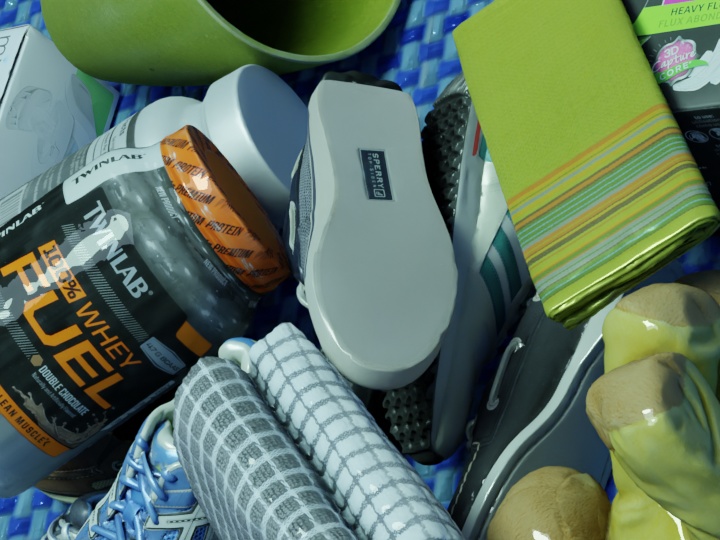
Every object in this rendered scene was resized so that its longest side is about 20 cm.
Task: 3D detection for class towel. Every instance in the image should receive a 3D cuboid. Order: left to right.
[{"bbox_3d":[-0.010,0.148,0.989,0.085,0.200,0.166,-27,43,-15],"label":"towel"},{"bbox_3d":[0.099,-0.066,0.986,0.086,0.018,0.200,-32,43,17],"label":"towel"}]

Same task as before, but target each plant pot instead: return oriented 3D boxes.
[{"bbox_3d":[-0.104,-0.187,1.325,0.200,0.187,0.187,-20,50,49],"label":"plant pot"}]

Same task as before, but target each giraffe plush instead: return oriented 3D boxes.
[{"bbox_3d":[0.129,0.120,0.949,0.162,0.172,0.200,-33,80,34],"label":"giraffe plush"}]

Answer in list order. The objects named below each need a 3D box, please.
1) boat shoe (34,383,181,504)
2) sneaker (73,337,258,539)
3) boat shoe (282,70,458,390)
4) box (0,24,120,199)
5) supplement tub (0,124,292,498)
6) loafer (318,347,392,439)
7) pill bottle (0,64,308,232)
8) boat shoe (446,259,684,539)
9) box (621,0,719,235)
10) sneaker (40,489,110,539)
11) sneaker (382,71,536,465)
[{"bbox_3d":[-0.123,0.079,1.223,0.202,0.075,0.075,-18,53,32],"label":"boat shoe"},{"bbox_3d":[-0.100,0.113,1.066,0.076,0.077,0.200,31,77,36],"label":"sneaker"},{"bbox_3d":[0.000,0.000,1.069,0.093,0.075,0.200,107,167,-45],"label":"boat shoe"},{"bbox_3d":[-0.272,-0.045,1.416,0.176,0.097,0.200,-5,60,38],"label":"box"},{"bbox_3d":[-0.143,0.019,1.141,0.200,0.123,0.123,-36,45,7],"label":"supplement tub"},{"bbox_3d":[-0.012,0.067,1.139,0.070,0.068,0.201,19,80,36],"label":"loafer"},{"bbox_3d":[-0.120,-0.029,1.261,0.200,0.116,0.116,-29,48,23],"label":"pill bottle"},{"bbox_3d":[0.086,0.071,1.050,0.060,0.074,0.200,14,71,45],"label":"boat shoe"},{"bbox_3d":[0.172,-0.132,1.068,0.148,0.124,0.200,-3,61,40],"label":"box"},{"bbox_3d":[-0.141,0.154,1.169,0.200,0.085,0.077,-2,22,33],"label":"sneaker"},{"bbox_3d":[0.072,0.003,1.094,0.070,0.093,0.200,156,125,-67],"label":"sneaker"}]
